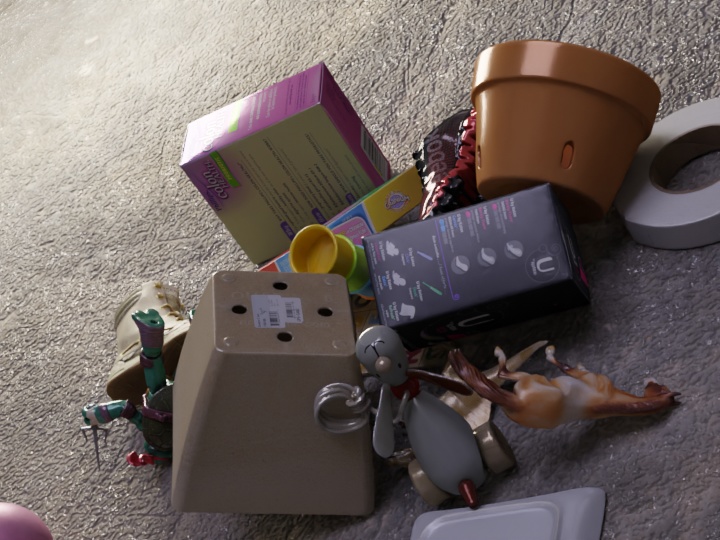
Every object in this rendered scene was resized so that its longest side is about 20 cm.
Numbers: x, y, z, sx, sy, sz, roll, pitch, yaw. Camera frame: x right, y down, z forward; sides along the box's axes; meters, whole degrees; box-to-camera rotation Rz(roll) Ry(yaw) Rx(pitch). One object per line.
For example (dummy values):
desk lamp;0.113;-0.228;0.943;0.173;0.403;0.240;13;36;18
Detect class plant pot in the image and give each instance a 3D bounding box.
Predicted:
plant pot;0.203;-0.136;1.671;0.200;0.200;0.140;1;72;43
plant pot;-0.083;0.110;1.587;0.200;0.177;0.200;3;35;-8

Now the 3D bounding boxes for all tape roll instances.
tape roll;0.359;-0.104;1.671;0.203;0.037;0.203;-23;35;17

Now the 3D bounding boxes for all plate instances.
plate;0.110;0.276;1.410;0.200;0.032;0.200;-13;38;29

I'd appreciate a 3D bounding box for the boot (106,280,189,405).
boot;-0.220;0.065;1.938;0.200;0.073;0.155;-30;35;17

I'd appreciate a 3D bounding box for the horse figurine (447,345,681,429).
horse figurine;0.178;0.109;1.481;0.200;0.050;0.133;1;22;-26

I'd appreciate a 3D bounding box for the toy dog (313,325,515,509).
toy dog;0.062;0.150;1.474;0.132;0.200;0.096;-52;20;16

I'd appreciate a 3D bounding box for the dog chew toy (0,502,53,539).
dog chew toy;-0.397;0.349;1.696;0.125;0.125;0.200;-16;45;27

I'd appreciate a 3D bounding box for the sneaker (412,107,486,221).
sneaker;0.098;-0.102;1.764;0.098;0.071;0.200;-5;49;40

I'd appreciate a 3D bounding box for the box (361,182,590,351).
box;0.119;0.000;1.618;0.200;0.122;0.106;-16;73;14

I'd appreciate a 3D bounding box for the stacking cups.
stacking cups;0.000;0.000;1.703;0.060;0.200;0.061;-7;76;29

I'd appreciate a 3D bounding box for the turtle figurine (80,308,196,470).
turtle figurine;-0.225;0.144;1.797;0.150;0.200;0.101;-6;29;-46

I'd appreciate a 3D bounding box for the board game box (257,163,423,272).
board game box;-0.012;-0.047;1.824;0.200;0.040;0.153;-37;4;-38

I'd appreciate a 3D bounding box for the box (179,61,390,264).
box;-0.090;-0.130;1.976;0.200;0.176;0.097;-23;35;19

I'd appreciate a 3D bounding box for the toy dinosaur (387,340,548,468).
toy dinosaur;0.103;0.124;1.607;0.200;0.058;0.101;-41;47;4

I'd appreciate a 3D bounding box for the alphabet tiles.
alphabet tiles;0.061;0.049;1.768;0.200;0.006;0.166;-9;41;34
